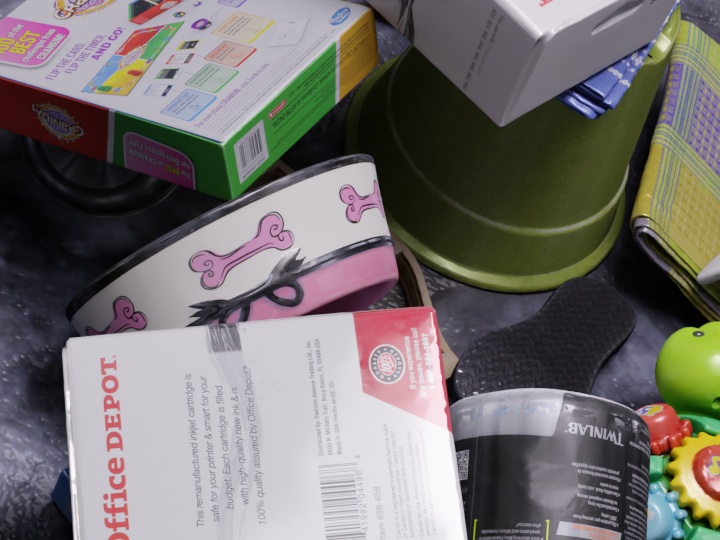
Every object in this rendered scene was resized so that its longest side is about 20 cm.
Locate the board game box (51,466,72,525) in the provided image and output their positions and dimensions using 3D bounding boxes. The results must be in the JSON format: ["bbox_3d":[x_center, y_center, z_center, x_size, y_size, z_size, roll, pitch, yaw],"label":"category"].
[{"bbox_3d":[-0.055,0.140,1.513,0.200,0.037,0.151,-25,69,-35],"label":"board game box"}]

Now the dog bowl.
[{"bbox_3d":[-0.066,0.012,1.508,0.200,0.200,0.074,-23,82,-33],"label":"dog bowl"}]

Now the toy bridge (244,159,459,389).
[{"bbox_3d":[0.000,0.000,1.642,0.067,0.027,0.200,-31,73,-37],"label":"toy bridge"}]

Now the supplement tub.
[{"bbox_3d":[0.099,0.176,1.476,0.122,0.123,0.200,10,71,-15],"label":"supplement tub"}]

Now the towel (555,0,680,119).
[{"bbox_3d":[0.125,-0.185,1.588,0.145,0.024,0.200,31,49,5],"label":"towel"}]

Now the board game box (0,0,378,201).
[{"bbox_3d":[-0.113,-0.121,1.515,0.200,0.040,0.153,18,44,30],"label":"board game box"}]

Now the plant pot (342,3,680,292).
[{"bbox_3d":[0.113,-0.119,1.669,0.200,0.190,0.200,11,54,-15],"label":"plant pot"}]

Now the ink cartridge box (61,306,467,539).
[{"bbox_3d":[-0.053,0.107,1.383,0.200,0.084,0.144,-4,63,-6],"label":"ink cartridge box"}]

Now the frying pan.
[{"bbox_3d":[-0.119,-0.089,1.587,0.190,0.115,0.031,-1,9,10],"label":"frying pan"}]

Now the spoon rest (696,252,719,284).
[{"bbox_3d":[0.298,0.065,1.671,0.200,0.061,0.099,52,48,-3],"label":"spoon rest"}]

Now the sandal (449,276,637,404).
[{"bbox_3d":[0.114,0.062,1.630,0.075,0.045,0.200,38,32,12],"label":"sandal"}]

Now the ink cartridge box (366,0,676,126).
[{"bbox_3d":[0.072,-0.197,1.507,0.145,0.084,0.200,-31,67,-35],"label":"ink cartridge box"}]

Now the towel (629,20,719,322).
[{"bbox_3d":[0.237,-0.058,1.747,0.144,0.023,0.200,42,46,-30],"label":"towel"}]

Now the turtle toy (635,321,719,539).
[{"bbox_3d":[0.202,0.125,1.587,0.146,0.101,0.200,16,52,-11],"label":"turtle toy"}]
